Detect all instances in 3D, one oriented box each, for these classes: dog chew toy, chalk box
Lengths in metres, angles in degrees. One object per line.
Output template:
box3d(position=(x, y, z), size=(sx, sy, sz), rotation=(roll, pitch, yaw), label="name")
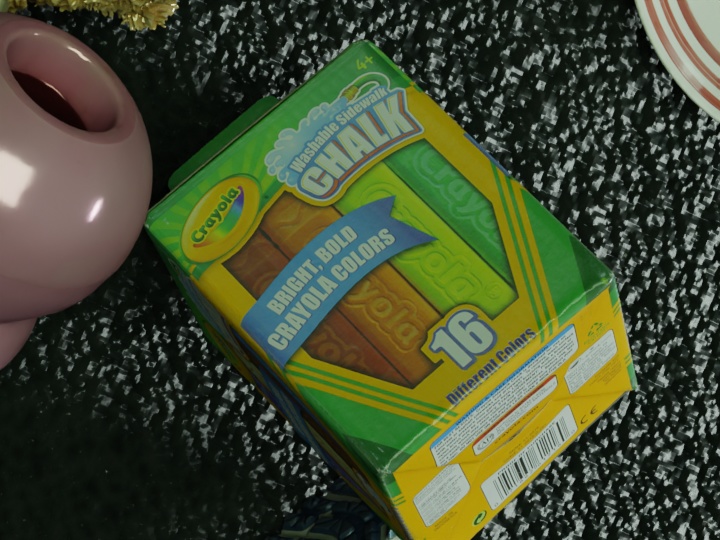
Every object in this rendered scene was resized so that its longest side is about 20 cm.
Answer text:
box3d(position=(-0.171, -0.008, 1.083), size=(0.125, 0.125, 0.200), rotation=(34, 120, -15), label="dog chew toy")
box3d(position=(0.000, 0.000, 1.122), size=(0.125, 0.124, 0.200), rotation=(-42, 66, -9), label="chalk box")

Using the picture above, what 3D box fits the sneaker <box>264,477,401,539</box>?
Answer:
box3d(position=(-0.015, 0.161, 1.184), size=(0.200, 0.077, 0.085), rotation=(-40, 113, -2), label="sneaker")

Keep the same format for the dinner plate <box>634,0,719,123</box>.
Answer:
box3d(position=(0.213, -0.152, 1.241), size=(0.200, 0.024, 0.200), rotation=(-1, 93, -16), label="dinner plate")

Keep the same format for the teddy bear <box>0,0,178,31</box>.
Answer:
box3d(position=(-0.098, -0.131, 1.101), size=(0.200, 0.145, 0.067), rotation=(-3, 86, -20), label="teddy bear")
